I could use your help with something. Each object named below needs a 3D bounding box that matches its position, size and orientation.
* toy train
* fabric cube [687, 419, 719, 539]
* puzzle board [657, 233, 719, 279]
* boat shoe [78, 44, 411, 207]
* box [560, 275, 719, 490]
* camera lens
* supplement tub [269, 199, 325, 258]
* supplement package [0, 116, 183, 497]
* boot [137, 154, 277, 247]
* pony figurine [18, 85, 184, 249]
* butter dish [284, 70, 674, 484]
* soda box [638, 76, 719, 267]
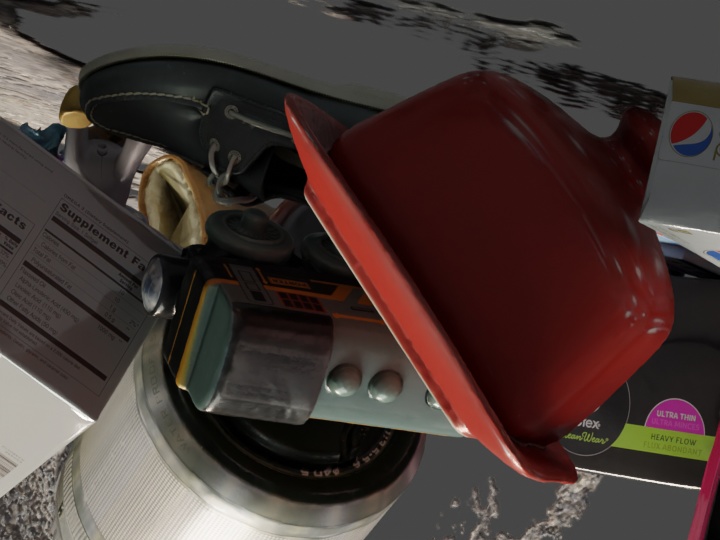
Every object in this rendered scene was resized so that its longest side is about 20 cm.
[{"bbox_3d":[-0.007,0.033,1.342,0.199,0.085,0.114,10,-156,-23],"label":"toy train"},{"bbox_3d":[0.278,0.099,1.407,0.195,0.201,0.199,13,-176,7],"label":"fabric cube"},{"bbox_3d":[0.137,-0.021,1.642,0.150,0.017,0.200,10,174,43],"label":"puzzle board"},{"bbox_3d":[-0.051,-0.063,1.372,0.199,0.062,0.073,11,156,9],"label":"boat shoe"},{"bbox_3d":[0.214,0.071,1.677,0.148,0.125,0.200,5,176,38],"label":"box"},{"bbox_3d":[-0.067,0.103,1.470,0.159,0.160,0.200,16,141,-17],"label":"camera lens"},{"bbox_3d":[-0.012,-0.001,1.779,0.107,0.107,0.200,14,175,4],"label":"supplement tub"},{"bbox_3d":[-0.209,0.024,1.412,0.156,0.111,0.200,36,147,-12],"label":"supplement package"},{"bbox_3d":[-0.073,0.020,1.910,0.066,0.176,0.200,-27,160,20],"label":"boot"},{"bbox_3d":[-0.149,-0.015,1.563,0.166,0.194,0.200,5,174,-9],"label":"pony figurine"},{"bbox_3d":[0.078,-0.018,1.219,0.200,0.148,0.200,58,-174,10],"label":"butter dish"},{"bbox_3d":[0.191,-0.025,1.181,0.068,0.064,0.200,11,175,30],"label":"soda box"}]
